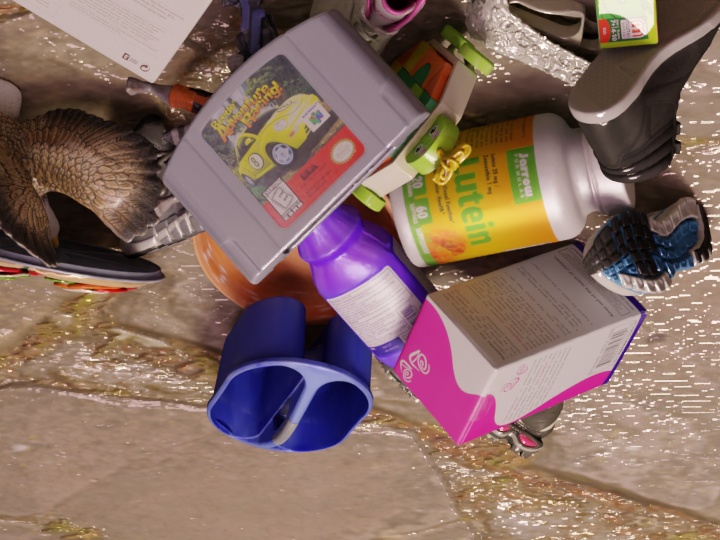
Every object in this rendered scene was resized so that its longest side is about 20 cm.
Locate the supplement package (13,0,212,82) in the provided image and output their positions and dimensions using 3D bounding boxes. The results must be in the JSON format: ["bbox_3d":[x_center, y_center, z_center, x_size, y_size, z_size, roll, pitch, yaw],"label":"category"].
[{"bbox_3d":[-0.181,-0.297,1.425,0.191,0.147,0.200,30,127,-17],"label":"supplement package"}]

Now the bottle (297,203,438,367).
[{"bbox_3d":[0.000,0.000,1.657,0.083,0.065,0.200,-29,121,22],"label":"bottle"}]

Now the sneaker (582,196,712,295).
[{"bbox_3d":[0.233,-0.011,1.605,0.086,0.200,0.075,-19,86,34],"label":"sneaker"}]

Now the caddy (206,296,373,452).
[{"bbox_3d":[-0.066,0.111,1.746,0.141,0.106,0.200,14,149,-14],"label":"caddy"}]

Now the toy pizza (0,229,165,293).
[{"bbox_3d":[-0.276,-0.004,1.661,0.199,0.200,0.032,12,95,-3],"label":"toy pizza"}]

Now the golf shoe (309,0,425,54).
[{"bbox_3d":[0.008,-0.218,1.507,0.075,0.092,0.200,23,130,-14],"label":"golf shoe"}]

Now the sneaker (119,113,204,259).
[{"bbox_3d":[-0.151,-0.090,1.618,0.199,0.075,0.116,-20,91,31],"label":"sneaker"}]

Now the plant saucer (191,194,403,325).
[{"bbox_3d":[-0.056,-0.036,1.701,0.199,0.038,0.201,3,129,4],"label":"plant saucer"}]

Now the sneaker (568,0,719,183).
[{"bbox_3d":[0.241,-0.150,1.487,0.070,0.200,0.100,18,142,38],"label":"sneaker"}]

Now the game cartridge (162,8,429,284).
[{"bbox_3d":[-0.059,-0.104,1.459,0.200,0.041,0.133,-44,79,13],"label":"game cartridge"}]

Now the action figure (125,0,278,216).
[{"bbox_3d":[-0.093,-0.147,1.536,0.192,0.105,0.201,-9,91,12],"label":"action figure"}]

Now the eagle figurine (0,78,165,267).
[{"bbox_3d":[-0.284,-0.079,1.601,0.199,0.152,0.151,11,163,49],"label":"eagle figurine"}]

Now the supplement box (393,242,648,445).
[{"bbox_3d":[0.144,0.063,1.649,0.103,0.199,0.101,47,134,26],"label":"supplement box"}]

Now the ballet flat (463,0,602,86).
[{"bbox_3d":[0.183,-0.188,1.520,0.199,0.072,0.072,19,129,-11],"label":"ballet flat"}]

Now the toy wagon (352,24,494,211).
[{"bbox_3d":[0.045,-0.122,1.506,0.039,0.200,0.155,36,99,-19],"label":"toy wagon"}]

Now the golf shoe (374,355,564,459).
[{"bbox_3d":[0.107,0.101,1.785,0.199,0.077,0.088,26,108,-18],"label":"golf shoe"}]

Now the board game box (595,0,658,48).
[{"bbox_3d":[0.200,-0.285,1.421,0.047,0.102,0.201,-4,129,10],"label":"board game box"}]

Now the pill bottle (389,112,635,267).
[{"bbox_3d":[0.133,-0.074,1.597,0.199,0.111,0.111,-11,128,15],"label":"pill bottle"}]
